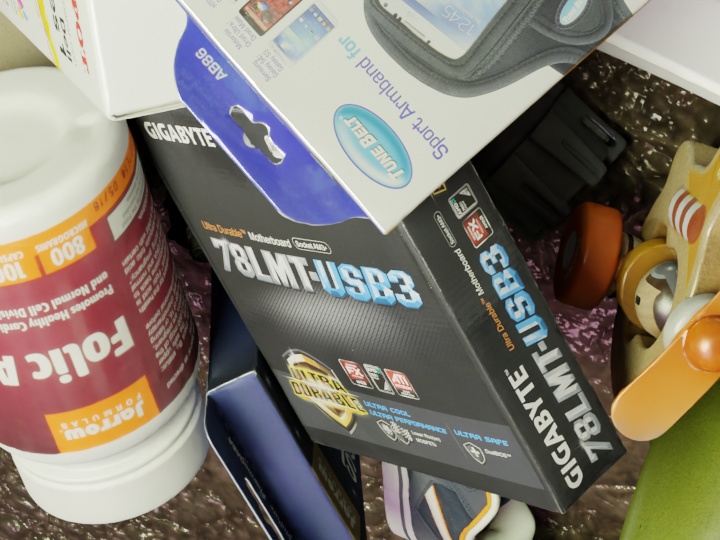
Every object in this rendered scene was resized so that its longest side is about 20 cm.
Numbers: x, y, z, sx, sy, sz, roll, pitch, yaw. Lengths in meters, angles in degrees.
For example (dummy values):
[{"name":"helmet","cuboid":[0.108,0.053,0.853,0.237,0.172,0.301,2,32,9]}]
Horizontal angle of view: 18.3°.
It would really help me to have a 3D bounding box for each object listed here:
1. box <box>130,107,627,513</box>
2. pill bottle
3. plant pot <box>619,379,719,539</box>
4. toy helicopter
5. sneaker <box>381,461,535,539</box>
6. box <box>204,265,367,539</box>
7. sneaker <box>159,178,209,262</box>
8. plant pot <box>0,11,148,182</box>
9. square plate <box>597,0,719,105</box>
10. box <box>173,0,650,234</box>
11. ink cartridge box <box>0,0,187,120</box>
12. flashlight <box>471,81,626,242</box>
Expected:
[{"name":"box","cuboid":[0.000,0.000,0.963,0.200,0.050,0.199,11,137,56]},{"name":"pill bottle","cuboid":[-0.139,0.016,1.037,0.114,0.114,0.200,12,137,28]},{"name":"plant pot","cuboid":[0.195,0.153,1.014,0.200,0.193,0.201,20,136,20]},{"name":"toy helicopter","cuboid":[0.145,-0.017,0.914,0.079,0.132,0.200,16,131,-8]},{"name":"sneaker","cuboid":[0.048,0.071,1.138,0.079,0.078,0.200,17,143,28]},{"name":"box","cuboid":[-0.037,0.071,1.123,0.032,0.200,0.121,-25,115,10]},{"name":"sneaker","cuboid":[-0.066,-0.061,1.085,0.200,0.098,0.071,51,140,-12]},{"name":"plant pot","cuboid":[-0.220,-0.055,1.131,0.200,0.134,0.200,39,151,26]},{"name":"square plate","cuboid":[0.155,-0.139,0.900,0.198,0.028,0.200,28,139,13]},{"name":"box","cuboid":[0.027,-0.107,0.812,0.119,0.200,0.041,48,-179,-3]},{"name":"ink cartridge box","cuboid":[-0.103,-0.162,0.932,0.200,0.084,0.145,-138,38,-61]},{"name":"flashlight","cuboid":[0.020,-0.095,1.011,0.200,0.068,0.068,43,140,-4]}]
